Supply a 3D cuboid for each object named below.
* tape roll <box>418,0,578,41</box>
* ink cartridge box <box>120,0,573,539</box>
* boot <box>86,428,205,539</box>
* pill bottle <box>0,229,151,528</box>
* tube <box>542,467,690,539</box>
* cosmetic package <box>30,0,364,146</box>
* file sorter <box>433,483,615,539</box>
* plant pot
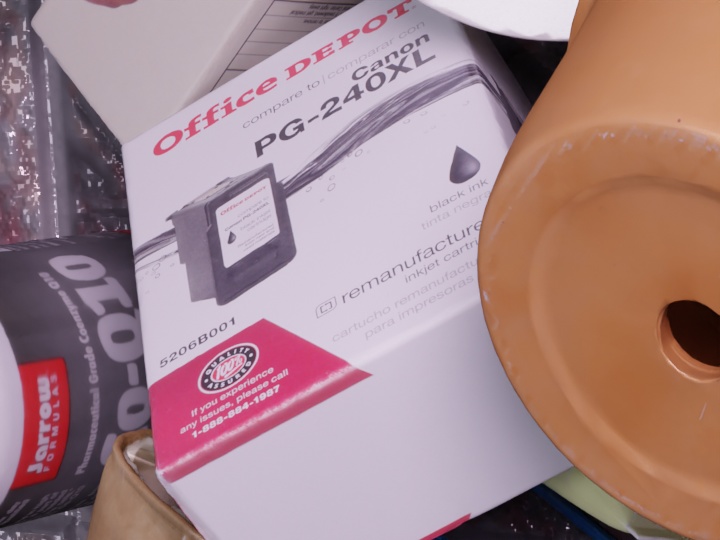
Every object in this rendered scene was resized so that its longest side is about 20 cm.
[{"bbox_3d":[0.069,-0.175,0.798,0.202,0.037,0.204,3,98,20],"label":"tape roll"},{"bbox_3d":[0.000,0.000,0.850,0.145,0.083,0.200,-29,35,11],"label":"ink cartridge box"},{"bbox_3d":[-0.060,0.186,0.872,0.175,0.066,0.200,34,113,29],"label":"boot"},{"bbox_3d":[-0.150,0.047,0.988,0.114,0.200,0.114,5,99,36],"label":"pill bottle"},{"bbox_3d":[0.074,0.053,0.870,0.200,0.058,0.052,40,155,54],"label":"tube"},{"bbox_3d":[-0.025,-0.140,0.935,0.087,0.103,0.200,50,120,23],"label":"cosmetic package"},{"bbox_3d":[0.011,0.177,0.933,0.139,0.123,0.200,38,116,28],"label":"file sorter"},{"bbox_3d":[0.125,-0.016,0.687,0.200,0.140,0.201,22,131,27],"label":"plant pot"}]
